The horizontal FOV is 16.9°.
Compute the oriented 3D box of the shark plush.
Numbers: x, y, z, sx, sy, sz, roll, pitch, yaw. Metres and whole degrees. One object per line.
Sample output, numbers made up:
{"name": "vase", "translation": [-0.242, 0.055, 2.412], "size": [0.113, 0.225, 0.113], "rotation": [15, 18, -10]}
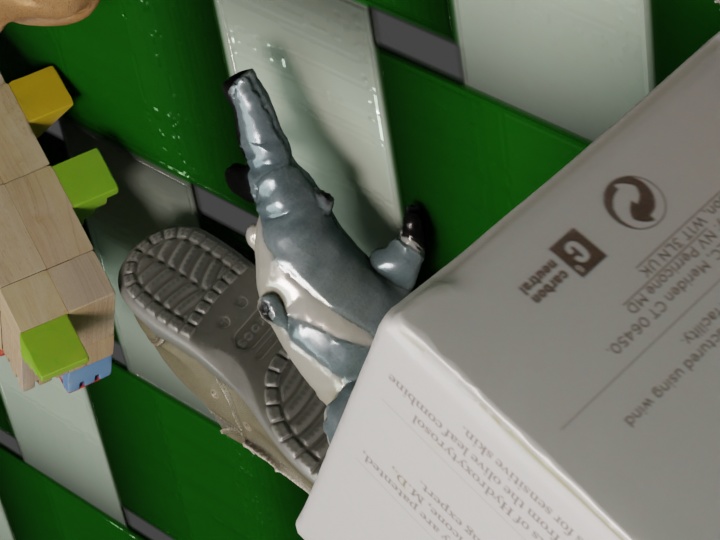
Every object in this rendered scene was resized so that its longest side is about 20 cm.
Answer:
{"name": "shark plush", "translation": [0.000, 0.000, 1.066], "size": [0.201, 0.083, 0.091], "rotation": [61, -167, -2]}

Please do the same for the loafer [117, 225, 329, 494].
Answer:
{"name": "loafer", "translation": [-0.032, 0.056, 1.169], "size": [0.200, 0.075, 0.070], "rotation": [42, 162, 22]}

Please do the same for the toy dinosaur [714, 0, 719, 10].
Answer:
{"name": "toy dinosaur", "translation": [0.158, -0.089, 0.740], "size": [0.199, 0.102, 0.136], "rotation": [28, 165, 0]}

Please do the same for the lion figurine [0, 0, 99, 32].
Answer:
{"name": "lion figurine", "translation": [-0.150, -0.167, 1.071], "size": [0.122, 0.073, 0.200], "rotation": [14, 152, 27]}

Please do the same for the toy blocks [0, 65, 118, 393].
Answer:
{"name": "toy blocks", "translation": [-0.180, -0.013, 1.234], "size": [0.201, 0.100, 0.137], "rotation": [60, 162, 20]}

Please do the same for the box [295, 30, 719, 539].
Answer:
{"name": "box", "translation": [0.123, 0.063, 0.826], "size": [0.200, 0.199, 0.172], "rotation": [43, 151, 13]}
